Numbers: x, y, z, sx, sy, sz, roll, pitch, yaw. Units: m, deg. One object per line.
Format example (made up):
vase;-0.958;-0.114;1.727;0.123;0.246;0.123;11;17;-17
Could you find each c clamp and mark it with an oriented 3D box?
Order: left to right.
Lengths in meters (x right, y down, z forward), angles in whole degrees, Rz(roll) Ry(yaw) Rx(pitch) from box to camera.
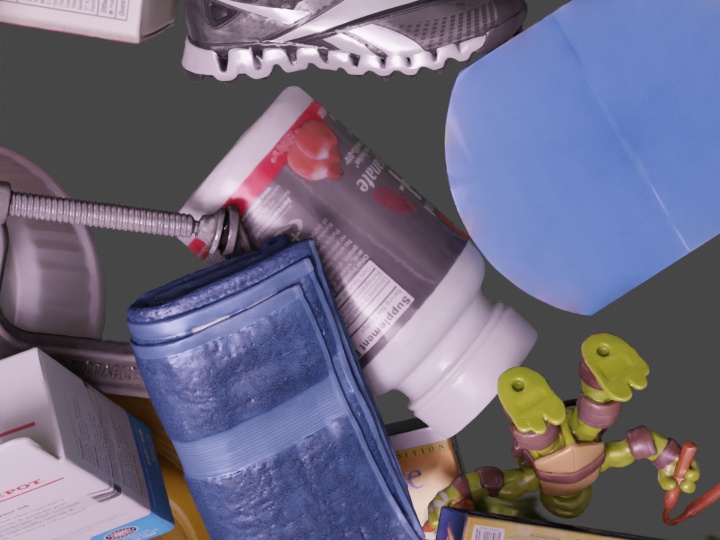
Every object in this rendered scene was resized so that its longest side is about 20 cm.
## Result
c clamp;-0.141;-0.007;1.140;0.199;0.027;0.172;12;112;-18

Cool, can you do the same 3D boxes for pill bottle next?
pill bottle;0.000;0.000;1.215;0.200;0.111;0.111;41;104;-4

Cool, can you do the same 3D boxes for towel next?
towel;-0.045;0.087;1.159;0.111;0.049;0.201;-24;116;-8

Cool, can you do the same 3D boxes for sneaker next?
sneaker;-0.008;-0.156;1.196;0.199;0.067;0.091;-3;117;9

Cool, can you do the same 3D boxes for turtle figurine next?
turtle figurine;0.126;0.098;1.222;0.199;0.065;0.162;-8;146;-3

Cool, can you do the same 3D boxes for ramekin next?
ramekin;-0.253;0.017;1.229;0.201;0.094;0.204;-1;85;9

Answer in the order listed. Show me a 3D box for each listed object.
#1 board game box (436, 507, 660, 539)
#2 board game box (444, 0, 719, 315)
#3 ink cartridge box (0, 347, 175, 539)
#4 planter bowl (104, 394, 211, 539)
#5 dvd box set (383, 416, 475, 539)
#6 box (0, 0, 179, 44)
board game box;0.129;0.214;1.206;0.199;0.035;0.136;12;87;-23
board game box;0.142;-0.078;1.216;0.199;0.039;0.158;-33;102;0
ink cartridge box;-0.191;0.104;1.147;0.115;0.200;0.067;-20;66;9
planter bowl;-0.153;0.170;1.268;0.199;0.083;0.202;-5;70;15
dvd box set;0.010;0.196;1.300;0.145;0.029;0.201;-13;101;9
box;-0.199;-0.207;1.191;0.199;0.109;0.129;10;103;5
